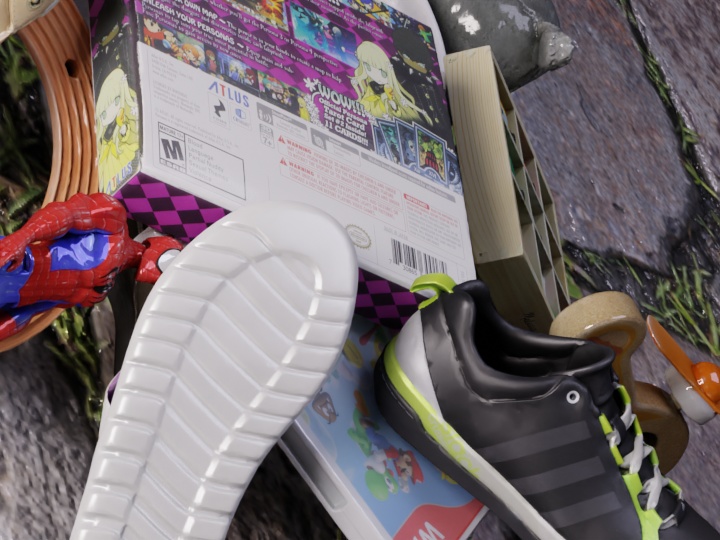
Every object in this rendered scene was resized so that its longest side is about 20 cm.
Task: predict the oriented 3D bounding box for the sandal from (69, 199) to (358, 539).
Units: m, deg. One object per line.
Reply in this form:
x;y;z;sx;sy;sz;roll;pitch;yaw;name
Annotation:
-0.072;0.059;1.061;0.082;0.050;0.203;31;76;-11;sandal

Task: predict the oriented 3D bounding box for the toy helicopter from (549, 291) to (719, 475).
0.133;0.067;1.299;0.200;0.132;0.079;78;-6;-59;toy helicopter

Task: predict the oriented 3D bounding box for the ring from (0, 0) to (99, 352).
-0.183;-0.061;1.069;0.200;0.019;0.201;10;76;-45;ring

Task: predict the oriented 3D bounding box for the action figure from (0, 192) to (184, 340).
-0.153;0.004;1.016;0.200;0.066;0.052;-9;46;-40;action figure

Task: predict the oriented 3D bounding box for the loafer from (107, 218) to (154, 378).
-0.075;0.008;1.178;0.073;0.071;0.200;28;37;-40;loafer

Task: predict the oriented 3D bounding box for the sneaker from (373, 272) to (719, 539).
0.096;0.076;1.122;0.200;0.083;0.072;35;29;-1;sneaker

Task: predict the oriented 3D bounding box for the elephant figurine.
0.022;-0.182;1.468;0.200;0.155;0.142;60;18;-4;elephant figurine

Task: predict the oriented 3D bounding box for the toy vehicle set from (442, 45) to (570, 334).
0.086;-0.022;1.394;0.200;0.026;0.125;58;22;-64;toy vehicle set

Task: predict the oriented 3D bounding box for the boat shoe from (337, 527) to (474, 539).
0.027;0.093;1.254;0.072;0.061;0.201;26;31;-4;boat shoe

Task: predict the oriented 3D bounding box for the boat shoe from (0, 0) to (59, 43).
-0.147;-0.139;1.060;0.072;0.065;0.200;57;49;-21;boat shoe

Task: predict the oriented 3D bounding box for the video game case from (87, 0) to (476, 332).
-0.036;-0.074;1.163;0.200;0.036;0.182;23;44;-36;video game case

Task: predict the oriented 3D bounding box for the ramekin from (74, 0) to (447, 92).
-0.058;-0.132;1.331;0.200;0.105;0.200;38;32;-28;ramekin

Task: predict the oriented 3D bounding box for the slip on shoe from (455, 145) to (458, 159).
0.000;0.000;1.317;0.074;0.061;0.200;30;41;3;slip on shoe

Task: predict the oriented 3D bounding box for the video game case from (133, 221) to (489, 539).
-0.009;0.038;1.155;0.200;0.017;0.143;54;32;-5;video game case
